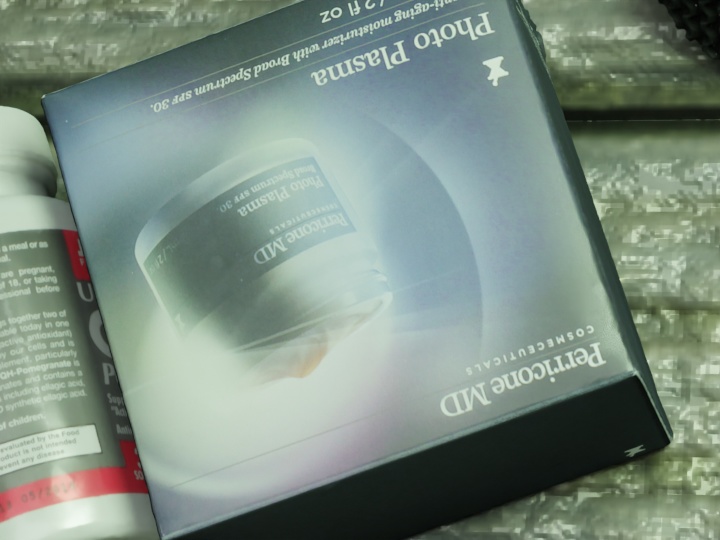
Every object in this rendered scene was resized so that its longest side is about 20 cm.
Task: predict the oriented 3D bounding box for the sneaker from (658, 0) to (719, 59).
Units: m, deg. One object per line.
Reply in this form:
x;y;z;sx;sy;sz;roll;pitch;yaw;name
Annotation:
0.223;-0.127;1.133;0.199;0.070;0.094;11;58;18;sneaker

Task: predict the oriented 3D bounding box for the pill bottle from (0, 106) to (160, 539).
-0.148;0.038;1.136;0.110;0.111;0.201;-20;70;7;pill bottle

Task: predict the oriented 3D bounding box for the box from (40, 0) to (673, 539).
0.000;0.000;1.108;0.199;0.123;0.199;-20;71;7;box
